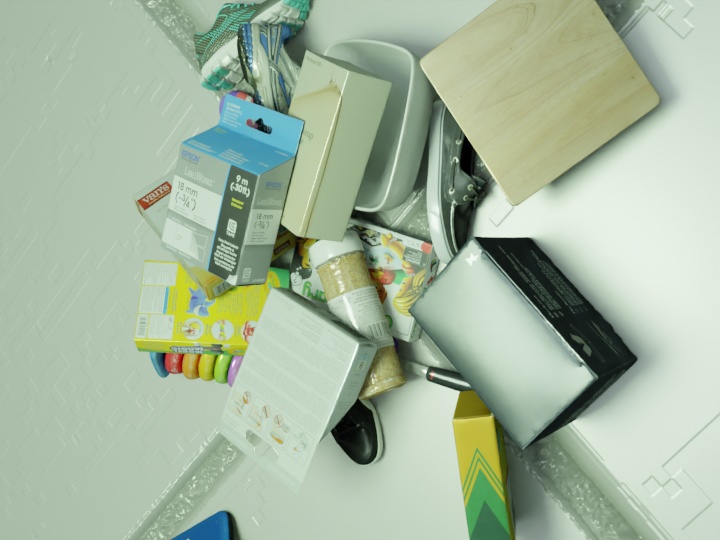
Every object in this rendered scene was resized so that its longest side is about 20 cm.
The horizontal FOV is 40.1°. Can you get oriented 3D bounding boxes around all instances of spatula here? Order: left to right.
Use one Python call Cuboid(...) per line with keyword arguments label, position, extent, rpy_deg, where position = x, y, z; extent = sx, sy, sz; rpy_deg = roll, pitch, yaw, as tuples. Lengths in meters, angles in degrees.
Cuboid(label="spatula", position=(0.074, 0.126, 1.253), extent=(0.197, 0.020, 0.058), rpy_deg=(16, 97, 26))

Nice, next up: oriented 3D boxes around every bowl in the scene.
Cuboid(label="bowl", position=(0.015, -0.180, 1.231), extent=(0.198, 0.074, 0.205), rpy_deg=(22, 104, 49))

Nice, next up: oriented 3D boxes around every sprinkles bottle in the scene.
Cuboid(label="sprinkles bottle", position=(-0.004, 0.055, 1.233), extent=(0.067, 0.068, 0.204), rpy_deg=(-23, 80, 26))

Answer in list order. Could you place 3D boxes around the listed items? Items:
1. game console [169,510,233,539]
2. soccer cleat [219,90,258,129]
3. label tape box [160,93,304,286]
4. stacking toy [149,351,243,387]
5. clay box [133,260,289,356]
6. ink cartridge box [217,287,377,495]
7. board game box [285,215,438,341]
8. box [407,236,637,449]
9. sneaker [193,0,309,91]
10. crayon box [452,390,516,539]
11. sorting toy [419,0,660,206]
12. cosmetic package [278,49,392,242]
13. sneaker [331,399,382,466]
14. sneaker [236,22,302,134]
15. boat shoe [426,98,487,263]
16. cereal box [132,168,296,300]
Cuboid(label="game console", position=(-0.221, 0.475, 1.426), extent=(0.198, 0.118, 0.173), rpy_deg=(-33, 46, 24))
Cuboid(label="soccer cleat", position=(-0.151, -0.174, 1.334), extent=(0.068, 0.073, 0.202), rpy_deg=(-44, 60, 26))
Cuboid(label="label tape box", position=(-0.159, -0.102, 1.197), extent=(0.143, 0.063, 0.204), rpy_deg=(23, 105, 35))
Cuboid(label="stacking toy", position=(-0.183, 0.118, 1.363), extent=(0.196, 0.110, 0.118), rpy_deg=(21, 67, 10))
Cuboid(label="clay box", position=(-0.194, 0.051, 1.310), extent=(0.195, 0.048, 0.117), rpy_deg=(4, 65, -3))
Cuboid(label="ink cartridge box", position=(-0.081, 0.145, 1.211), extent=(0.159, 0.047, 0.203), rpy_deg=(29, 102, 35))
Cuboid(label="board game box", position=(0.000, 0.000, 1.290), extent=(0.197, 0.034, 0.129), rpy_deg=(18, 100, 26))
Cuboid(label="box", position=(0.185, 0.071, 1.102), extent=(0.118, 0.199, 0.197), rpy_deg=(-47, 71, 20))
Cuboid(label="sneaker", position=(-0.158, -0.337, 1.348), extent=(0.198, 0.077, 0.093), rpy_deg=(-32, 72, 22))
Cuboid(label="crayon box", position=(0.144, 0.221, 1.151), extent=(0.050, 0.127, 0.205), rpy_deg=(-7, 95, 11))
Cuboid(label="sorting toy", position=(0.203, -0.213, 1.132), extent=(0.198, 0.070, 0.201), rpy_deg=(-35, 87, 11))
Cuboid(label="cosmetic package", position=(-0.043, -0.149, 1.187), extent=(0.103, 0.072, 0.204), rpy_deg=(34, 113, 48))
Cuboid(label="sneaker", position=(-0.047, 0.165, 1.275), extent=(0.072, 0.111, 0.203), rpy_deg=(-29, 78, 26))
Cuboid(label="sneaker", position=(-0.097, -0.228, 1.270), extent=(0.083, 0.077, 0.204), rpy_deg=(-13, 86, -14))
Cuboid(label="boat shoe", position=(0.124, -0.111, 1.209), extent=(0.065, 0.070, 0.205), rpy_deg=(-2, 83, 29))
Cuboid(label="cereal box", position=(-0.198, -0.069, 1.328), extent=(0.143, 0.040, 0.200), rpy_deg=(-34, 59, -18))
